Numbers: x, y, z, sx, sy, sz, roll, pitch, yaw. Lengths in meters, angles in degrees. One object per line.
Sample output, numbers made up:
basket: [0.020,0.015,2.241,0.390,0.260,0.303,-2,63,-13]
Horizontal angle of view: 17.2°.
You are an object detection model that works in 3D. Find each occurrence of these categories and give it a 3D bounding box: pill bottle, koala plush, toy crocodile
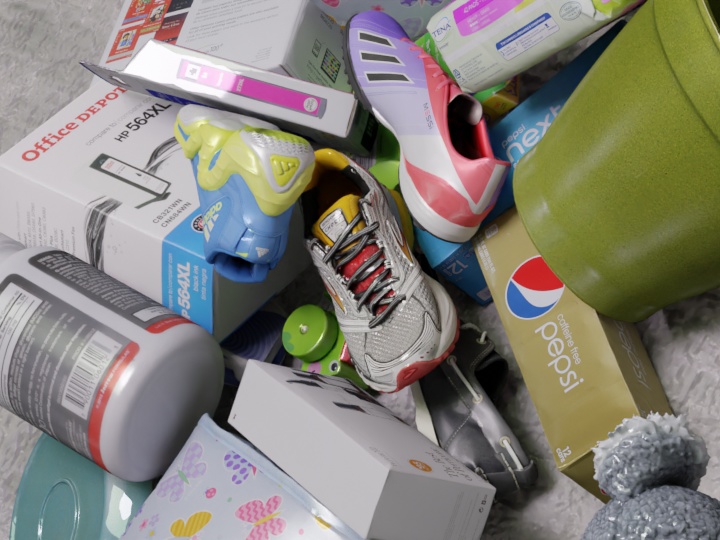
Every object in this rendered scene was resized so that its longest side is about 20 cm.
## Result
pill bottle: [-0.201,0.052,1.624,0.200,0.116,0.116,28,84,29]
koala plush: [0.188,0.174,1.296,0.184,0.200,0.177,-13,57,34]
toy crocodile: [0.000,0.019,1.640,0.062,0.068,0.200,4,67,40]

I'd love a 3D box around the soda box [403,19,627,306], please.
soda box: [0.128,-0.071,1.590,0.200,0.064,0.068,-40,46,14]

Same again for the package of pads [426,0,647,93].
package of pads: [0.160,-0.198,1.530,0.200,0.068,0.154,-32,2,-36]

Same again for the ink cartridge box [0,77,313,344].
ink cartridge box: [-0.142,-0.047,1.700,0.200,0.084,0.146,24,44,24]

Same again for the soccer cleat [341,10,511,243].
soccer cleat: [0.046,-0.111,1.580,0.073,0.068,0.200,-51,44,33]

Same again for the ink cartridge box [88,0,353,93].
ink cartridge box: [-0.093,-0.181,1.820,0.200,0.084,0.176,-9,50,36]

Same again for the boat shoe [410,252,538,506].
boat shoe: [0.065,0.067,1.563,0.068,0.072,0.200,-24,51,11]

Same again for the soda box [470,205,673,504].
soda box: [0.137,0.047,1.508,0.064,0.068,0.200,-35,47,18]

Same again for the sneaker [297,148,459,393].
sneaker: [0.000,0.000,1.542,0.078,0.082,0.200,-36,44,10]

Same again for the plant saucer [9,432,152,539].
plant saucer: [-0.206,0.181,1.691,0.200,0.027,0.200,-29,55,53]

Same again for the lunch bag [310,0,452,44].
lunch bag: [0.057,-0.244,1.677,0.200,0.170,0.127,-23,49,26]

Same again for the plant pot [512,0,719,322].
plant pot: [0.203,-0.071,1.457,0.193,0.200,0.200,-39,45,31]

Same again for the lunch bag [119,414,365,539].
lunch bag: [-0.068,0.216,1.533,0.170,0.127,0.200,-56,36,-4]

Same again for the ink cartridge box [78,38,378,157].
ink cartridge box: [-0.091,-0.125,1.670,0.200,0.095,0.037,14,87,10]

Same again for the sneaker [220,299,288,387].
sneaker: [-0.147,0.055,1.736,0.199,0.115,0.081,19,41,16]

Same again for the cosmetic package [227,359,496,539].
cosmetic package: [-0.002,0.114,1.494,0.200,0.083,0.051,33,109,57]

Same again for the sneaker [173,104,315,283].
sneaker: [-0.090,-0.051,1.588,0.200,0.076,0.105,-148,72,-74]

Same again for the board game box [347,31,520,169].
board game box: [0.055,-0.126,1.666,0.200,0.030,0.096,-36,42,50]
